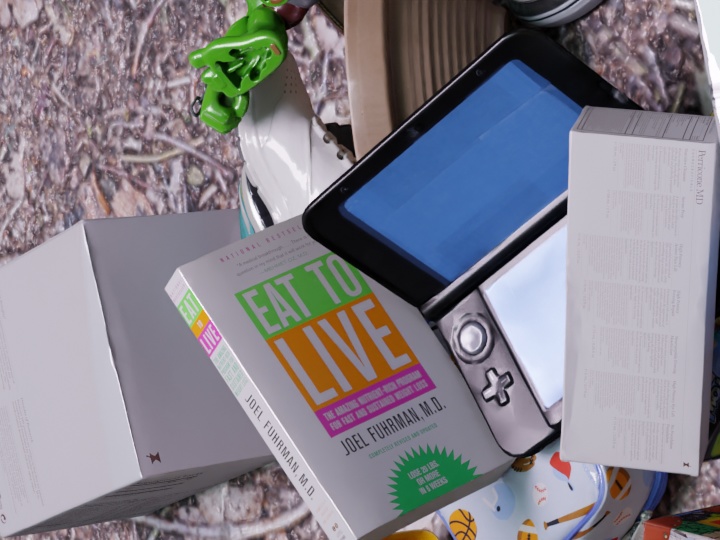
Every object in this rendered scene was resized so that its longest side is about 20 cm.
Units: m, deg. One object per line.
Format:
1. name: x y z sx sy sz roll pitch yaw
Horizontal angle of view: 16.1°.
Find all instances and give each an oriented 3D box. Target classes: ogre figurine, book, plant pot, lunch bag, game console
1. ogre figurine: -0.051 -0.189 1.605 0.098 0.120 0.201 9 128 13
2. book: -0.014 0.065 1.551 0.200 0.133 0.048 55 141 16
3. plant pot: 0.052 -0.109 1.592 0.092 0.201 0.202 -6 90 10
4. lunch bag: 0.107 0.101 1.599 0.200 0.075 0.161 58 134 28
5. game console: 0.094 -0.011 1.483 0.200 0.116 0.177 -40 65 30

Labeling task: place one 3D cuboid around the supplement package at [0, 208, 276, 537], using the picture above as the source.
1. supplement package: -0.177 0.076 1.878 0.200 0.147 0.192 -25 76 48

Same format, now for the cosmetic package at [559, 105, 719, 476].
1. cosmetic package: 0.158 0.012 1.429 0.082 0.051 0.201 7 113 15

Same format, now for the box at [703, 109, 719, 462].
1. box: 0.217 0.001 1.487 0.110 0.035 0.201 48 128 35

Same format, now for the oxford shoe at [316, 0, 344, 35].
1. oxford shoe: -0.020 -0.239 1.667 0.201 0.071 0.074 66 170 -17

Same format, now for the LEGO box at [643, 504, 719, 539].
1. LEGO box: 0.238 0.248 1.461 0.149 0.077 0.201 8 101 49

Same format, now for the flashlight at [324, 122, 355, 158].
1. flashlight: 0.000 0.000 1.722 0.068 0.067 0.201 -8 89 58

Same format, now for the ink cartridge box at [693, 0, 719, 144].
1. ink cartridge box: 0.267 -0.088 1.348 0.144 0.084 0.201 -12 85 29

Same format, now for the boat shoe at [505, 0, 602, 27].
1. boat shoe: 0.135 -0.219 1.528 0.200 0.071 0.072 -48 59 42

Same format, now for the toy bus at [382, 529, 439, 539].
1. toy bus: 0.015 0.302 1.711 0.201 0.135 0.192 67 153 23

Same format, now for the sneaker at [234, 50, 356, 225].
1. sneaker: -0.023 -0.053 1.671 0.087 0.074 0.201 -19 83 21

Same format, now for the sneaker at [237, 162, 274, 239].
1. sneaker: -0.044 0.008 1.787 0.080 0.077 0.201 138 123 -66
